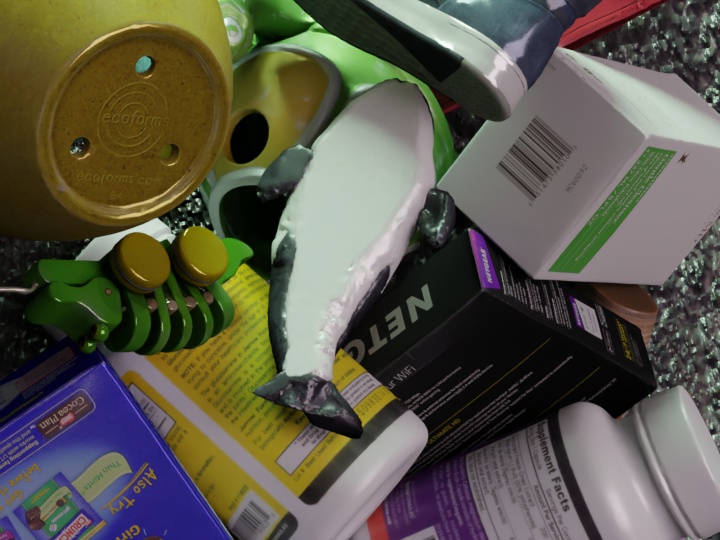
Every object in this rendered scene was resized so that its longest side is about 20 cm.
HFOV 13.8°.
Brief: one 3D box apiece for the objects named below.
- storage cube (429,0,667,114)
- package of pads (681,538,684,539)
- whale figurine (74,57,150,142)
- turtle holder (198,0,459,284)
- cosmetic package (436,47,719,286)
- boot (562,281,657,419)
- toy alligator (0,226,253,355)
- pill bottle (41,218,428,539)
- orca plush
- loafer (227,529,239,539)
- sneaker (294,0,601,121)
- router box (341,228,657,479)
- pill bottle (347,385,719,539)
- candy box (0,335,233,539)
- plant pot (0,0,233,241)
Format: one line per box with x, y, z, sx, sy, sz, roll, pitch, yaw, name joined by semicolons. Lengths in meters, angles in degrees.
0.070;-0.202;1.734;0.171;0.200;0.180;-27;92;-41;storage cube
0.096;0.212;1.759;0.200;0.120;0.076;-39;116;-38;package of pads
-0.156;-0.115;1.579;0.200;0.104;0.159;26;67;-41;whale figurine
-0.026;-0.072;1.650;0.132;0.141;0.186;-55;152;-46;turtle holder
0.139;-0.057;1.685;0.085;0.108;0.200;44;18;21;cosmetic package
0.108;0.052;1.812;0.074;0.200;0.155;16;110;-16;boot
-0.123;0.018;1.471;0.200;0.059;0.054;-8;67;-45;toy alligator
-0.071;0.062;1.585;0.200;0.112;0.112;42;52;7;pill bottle
0.000;0.000;1.562;0.071;0.105;0.200;76;13;-60;orca plush
-0.117;0.153;1.613;0.200;0.073;0.071;31;78;-29;loafer
0.044;-0.181;1.586;0.146;0.202;0.077;-50;154;-13;sneaker
0.044;0.076;1.679;0.149;0.200;0.051;29;33;-38;router box
0.102;0.140;1.640;0.111;0.200;0.111;62;11;-22;pill bottle
-0.152;0.160;1.516;0.169;0.077;0.200;-34;110;-4;candy box
-0.139;-0.093;1.436;0.200;0.142;0.200;-15;120;-28;plant pot
